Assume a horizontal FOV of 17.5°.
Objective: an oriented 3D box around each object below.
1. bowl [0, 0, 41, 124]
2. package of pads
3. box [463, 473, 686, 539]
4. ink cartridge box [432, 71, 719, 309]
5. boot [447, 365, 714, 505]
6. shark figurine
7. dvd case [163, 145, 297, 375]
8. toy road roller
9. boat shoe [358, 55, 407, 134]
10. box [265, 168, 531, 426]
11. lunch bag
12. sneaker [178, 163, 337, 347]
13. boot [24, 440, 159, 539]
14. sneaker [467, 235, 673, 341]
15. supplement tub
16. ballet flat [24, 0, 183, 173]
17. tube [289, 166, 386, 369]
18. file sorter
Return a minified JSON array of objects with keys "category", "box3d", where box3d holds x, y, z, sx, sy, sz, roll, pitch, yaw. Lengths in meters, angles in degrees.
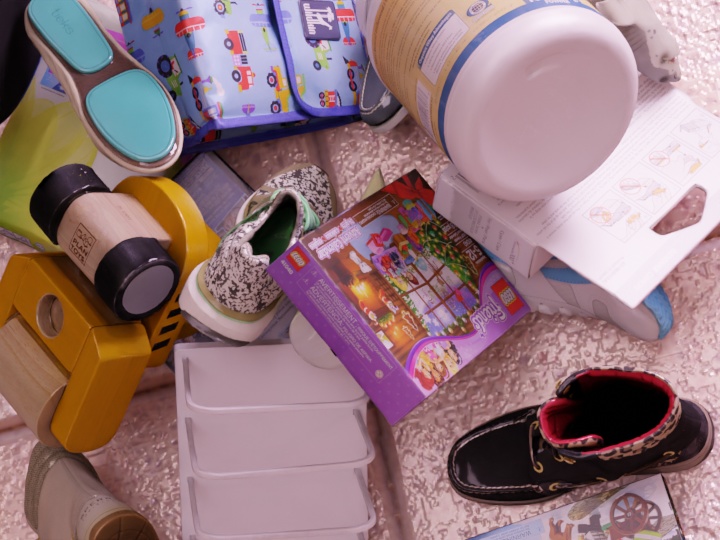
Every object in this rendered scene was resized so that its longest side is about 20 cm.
[{"category":"bowl","box3d":[-0.273,-0.201,1.752,0.039,0.201,0.202,15,81,8]},{"category":"package of pads","box3d":[-0.199,-0.099,1.841,0.154,0.068,0.201,24,85,19]},{"category":"box","box3d":[0.148,0.244,1.692,0.199,0.038,0.137,-20,73,9]},{"category":"ink cartridge box","box3d":[0.181,-0.064,1.699,0.176,0.045,0.200,36,56,20]},{"category":"boot","box3d":[0.147,0.117,1.661,0.199,0.151,0.074,-7,76,12]},{"category":"shark figurine","box3d":[0.163,-0.237,1.711,0.089,0.128,0.216,-15,85,36]},{"category":"dvd case","box3d":[-0.096,0.024,1.777,0.200,0.018,0.143,45,85,0]},{"category":"toy road roller","box3d":[-0.173,0.025,1.705,0.123,0.145,0.201,45,120,33]},{"category":"boat shoe","box3d":[0.025,-0.202,1.791,0.073,0.062,0.201,-11,57,52]},{"category":"box","box3d":[0.031,0.014,1.636,0.039,0.200,0.137,-41,87,30]},{"category":"lunch bag","box3d":[-0.074,-0.179,1.783,0.094,0.199,0.152,-21,83,51]},{"category":"sneaker","box3d":[-0.053,-0.027,1.645,0.077,0.200,0.089,35,128,-3]},{"category":"boot","box3d":[-0.192,0.235,1.752,0.072,0.201,0.155,-22,31,-22]},{"category":"sneaker","box3d":[0.142,0.001,1.737,0.199,0.076,0.081,33,106,17]},{"category":"supplement tub","box3d":[0.090,-0.155,1.642,0.144,0.145,0.200,-40,42,2]},{"category":"ballet flat","box3d":[-0.187,-0.130,1.734,0.069,0.069,0.200,-36,58,4]},{"category":"tube","box3d":[0.000,0.000,1.698,0.052,0.200,0.058,28,121,1]},{"category":"file sorter","box3d":[-0.058,0.163,1.657,0.138,0.125,0.201,-3,107,-6]}]
